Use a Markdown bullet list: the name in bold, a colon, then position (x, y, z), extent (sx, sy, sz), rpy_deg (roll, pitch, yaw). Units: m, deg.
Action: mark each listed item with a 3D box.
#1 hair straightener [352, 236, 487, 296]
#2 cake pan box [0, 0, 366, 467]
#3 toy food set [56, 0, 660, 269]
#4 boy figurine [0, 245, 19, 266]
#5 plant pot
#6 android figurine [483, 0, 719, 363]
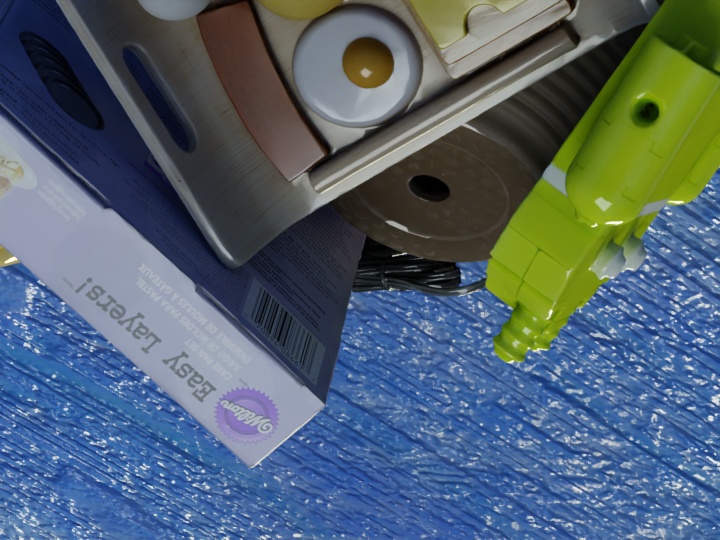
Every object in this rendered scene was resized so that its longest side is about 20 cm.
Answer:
- **hair straightener**: position (0.000, 0.000, 1.289), extent (0.199, 0.077, 0.041), rpy_deg (0, 141, 24)
- **cake pan box**: position (-0.081, -0.035, 1.154), extent (0.200, 0.184, 0.052), rpy_deg (42, 116, -16)
- **toy food set**: position (-0.004, -0.107, 1.055), extent (0.200, 0.060, 0.144), rpy_deg (-29, 99, 20)
- **boy figurine**: position (-0.176, -0.046, 1.316), extent (0.200, 0.065, 0.124), rpy_deg (-19, 132, 43)
- **plant pot**: position (0.040, -0.069, 1.161), extent (0.200, 0.093, 0.201), rpy_deg (11, 146, 8)
- **android figurine**: position (0.111, -0.051, 1.061), extent (0.041, 0.200, 0.182), rpy_deg (35, -170, 10)
